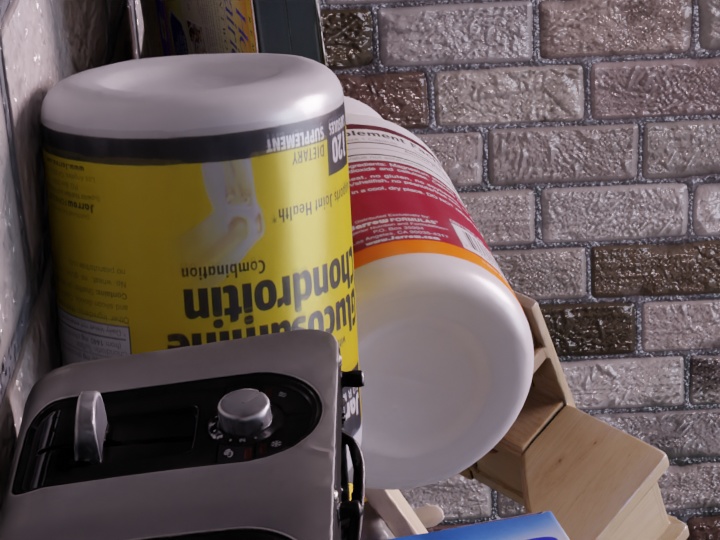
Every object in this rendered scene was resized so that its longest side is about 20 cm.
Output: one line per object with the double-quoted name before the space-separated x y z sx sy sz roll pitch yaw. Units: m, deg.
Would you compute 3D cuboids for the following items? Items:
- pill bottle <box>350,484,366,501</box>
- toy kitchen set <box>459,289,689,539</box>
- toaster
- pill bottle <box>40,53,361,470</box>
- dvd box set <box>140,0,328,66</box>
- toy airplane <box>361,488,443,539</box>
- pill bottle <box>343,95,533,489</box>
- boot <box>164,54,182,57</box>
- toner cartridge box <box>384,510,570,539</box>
"pill bottle" -0.033 0.189 1.254 0.111 0.110 0.202 82 6 -72
"toy kitchen set" 0.050 0.122 1.188 0.180 0.199 0.164 -45 137 -22
"toaster" -0.052 0.143 0.639 0.181 0.117 0.202 -88 175 -59
"pill bottle" -0.056 0.026 0.762 0.112 0.111 0.202 -85 172 -75
"dvd box set" -0.061 -0.117 0.892 0.200 0.029 0.147 -131 -151 -57
"toy airplane" -0.028 0.065 1.081 0.199 0.141 0.201 31 36 -43
"pill bottle" 0.000 0.000 0.933 0.200 0.112 0.114 -114 -162 -58
"boot" -0.086 -0.017 0.911 0.131 0.067 0.202 -109 -163 -62
"toner cartridge box" 0.009 0.184 1.029 0.043 0.198 0.096 -124 -146 -47
